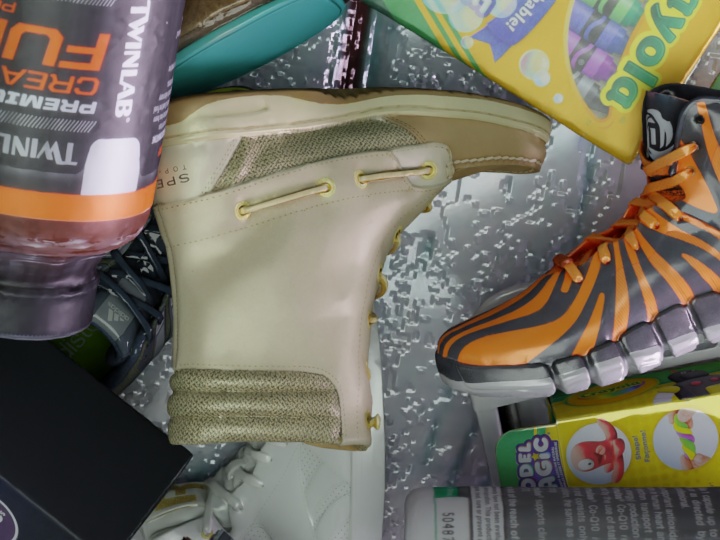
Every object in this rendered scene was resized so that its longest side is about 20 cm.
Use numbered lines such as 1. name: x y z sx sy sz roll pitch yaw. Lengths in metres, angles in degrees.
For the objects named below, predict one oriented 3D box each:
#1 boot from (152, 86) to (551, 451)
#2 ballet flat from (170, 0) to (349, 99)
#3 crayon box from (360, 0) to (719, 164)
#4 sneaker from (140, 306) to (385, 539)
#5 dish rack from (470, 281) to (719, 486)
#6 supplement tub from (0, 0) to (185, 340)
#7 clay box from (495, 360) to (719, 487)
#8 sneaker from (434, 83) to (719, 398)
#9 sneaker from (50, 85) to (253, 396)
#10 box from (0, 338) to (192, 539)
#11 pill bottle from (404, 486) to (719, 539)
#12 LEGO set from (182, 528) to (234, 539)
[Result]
1. boot: 0.000 0.000 1.066 0.200 0.073 0.156 -3 87 -34
2. ballet flat: -0.015 -0.141 1.035 0.200 0.068 0.072 -25 77 11
3. crayon box: 0.095 -0.137 1.088 0.200 0.052 0.126 30 103 -9
4. sneaker: -0.048 0.097 1.140 0.115 0.074 0.200 2 107 -4
5. dish rack: 0.145 0.084 1.155 0.171 0.044 0.200 -13 105 2
6. supplement tub: -0.127 -0.077 0.977 0.107 0.107 0.200 9 106 -3
7. clay box: 0.165 0.100 1.113 0.200 0.048 0.115 -9 107 3
8. sneaker: 0.118 -0.020 1.067 0.200 0.078 0.112 -18 106 -9
9. sneaker: -0.097 0.004 1.109 0.074 0.081 0.200 35 102 -10
10. box: -0.183 0.107 1.082 0.141 0.079 0.200 37 136 -4
11. pill bottle: 0.118 0.148 1.043 0.200 0.113 0.113 0 106 1
12. LEGO set: -0.094 0.206 1.068 0.116 0.154 0.200 43 136 -4
